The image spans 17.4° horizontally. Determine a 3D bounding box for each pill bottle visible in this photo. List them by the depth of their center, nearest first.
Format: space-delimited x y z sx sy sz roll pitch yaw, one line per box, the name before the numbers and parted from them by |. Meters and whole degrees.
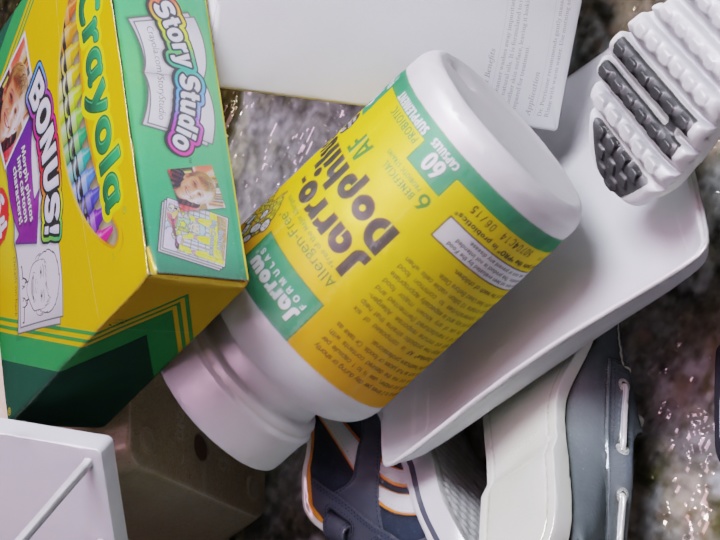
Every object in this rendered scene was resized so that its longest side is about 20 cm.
pill bottle | 0.000 0.000 1.126 0.200 0.113 0.113 -43 51 14

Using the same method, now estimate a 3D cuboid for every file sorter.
file sorter | -0.195 0.186 1.129 0.138 0.125 0.201 8 122 21

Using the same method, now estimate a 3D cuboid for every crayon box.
crayon box | -0.126 -0.049 1.133 0.173 0.058 0.201 -43 50 51

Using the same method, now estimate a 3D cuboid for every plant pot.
plant pot | -0.159 0.070 1.283 0.176 0.200 0.202 -11 67 27

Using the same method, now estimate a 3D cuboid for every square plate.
square plate | 0.089 -0.013 1.162 0.200 0.028 0.199 -36 31 25

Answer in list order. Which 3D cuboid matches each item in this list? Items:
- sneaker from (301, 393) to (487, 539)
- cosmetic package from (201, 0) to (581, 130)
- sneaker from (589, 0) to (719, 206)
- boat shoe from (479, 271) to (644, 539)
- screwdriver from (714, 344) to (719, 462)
sneaker | 0.026 0.125 1.173 0.079 0.078 0.200 -43 40 14
cosmetic package | 0.007 -0.139 1.168 0.081 0.199 0.114 -149 69 -64
sneaker | 0.170 -0.106 1.043 0.075 0.081 0.201 59 135 32
boat shoe | 0.102 0.077 1.134 0.073 0.062 0.201 -32 35 40
screwdriver | 0.178 0.126 1.071 0.029 0.028 0.202 135 139 -57
